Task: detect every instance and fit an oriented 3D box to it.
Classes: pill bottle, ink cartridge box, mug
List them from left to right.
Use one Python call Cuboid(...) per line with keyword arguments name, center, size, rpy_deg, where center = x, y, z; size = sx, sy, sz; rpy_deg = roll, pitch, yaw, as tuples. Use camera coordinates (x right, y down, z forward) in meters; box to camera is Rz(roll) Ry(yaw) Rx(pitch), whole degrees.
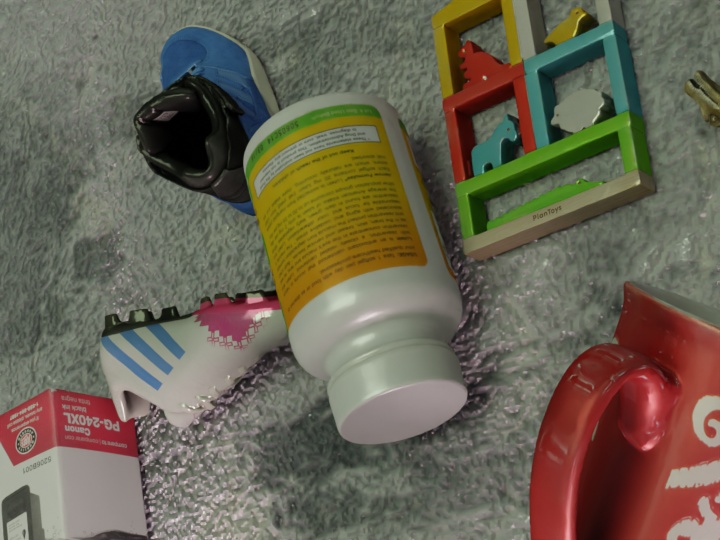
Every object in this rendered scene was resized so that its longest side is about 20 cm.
Cuboid(name="ink cartridge box", center=(-0.230, 0.208, 1.094), size=(0.144, 0.083, 0.203), rpy_deg=(-27, 62, 32))
Cuboid(name="pill bottle", center=(0.000, 0.000, 0.937), size=(0.111, 0.110, 0.202), rpy_deg=(-33, 58, 29))
Cuboid(name="mug", center=(0.141, 0.117, 0.755), size=(0.133, 0.175, 0.202), rpy_deg=(-136, 65, -72))

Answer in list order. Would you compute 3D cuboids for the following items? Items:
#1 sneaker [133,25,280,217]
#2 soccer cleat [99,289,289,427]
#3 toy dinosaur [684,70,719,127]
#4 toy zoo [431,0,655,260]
Cuboid(name="sneaker", center=(-0.118, -0.120, 1.072), size=(0.077, 0.111, 0.201), rpy_deg=(-46, 53, 21))
Cuboid(name="soccer cleat", center=(-0.104, 0.063, 1.048), size=(0.198, 0.069, 0.088), rpy_deg=(-11, 87, 40))
Cuboid(name="toy dinosaur", center=(0.255, -0.066, 0.789), size=(0.201, 0.058, 0.102), rpy_deg=(55, 128, 44))
Cuboid(name="toy zoo", center=(0.108, -0.121, 0.940), size=(0.130, 0.020, 0.203), rpy_deg=(-22, 64, 34))
